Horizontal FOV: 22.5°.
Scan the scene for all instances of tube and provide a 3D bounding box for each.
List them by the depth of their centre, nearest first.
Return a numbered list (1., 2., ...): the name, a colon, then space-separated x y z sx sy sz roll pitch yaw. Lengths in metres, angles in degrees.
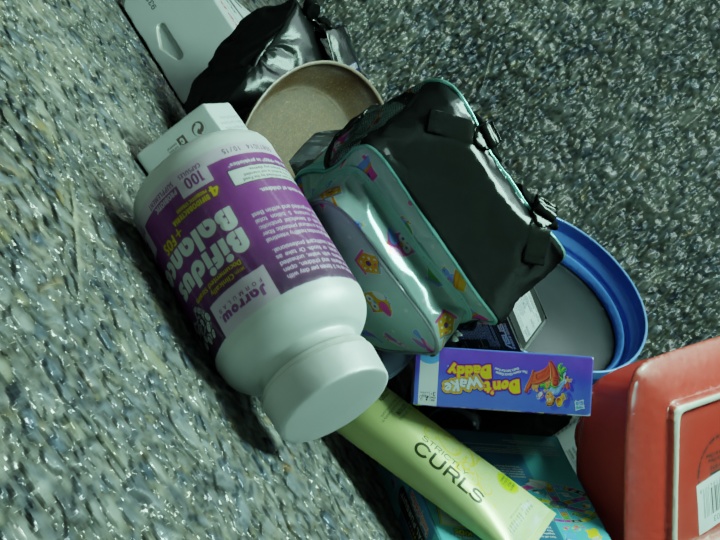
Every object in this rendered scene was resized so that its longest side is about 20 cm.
1. tube: 0.055 0.143 1.365 0.200 0.058 0.052 37 -14 9

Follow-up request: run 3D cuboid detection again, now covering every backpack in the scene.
1. backpack: 0.033 -0.030 1.331 0.176 0.153 0.200 51 -13 -11
2. backpack: -0.062 -0.129 1.665 0.126 0.167 0.200 9 -35 47

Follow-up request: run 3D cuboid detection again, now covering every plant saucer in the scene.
1. plant saucer: -0.049 -0.083 1.572 0.036 0.201 0.200 13 -24 42

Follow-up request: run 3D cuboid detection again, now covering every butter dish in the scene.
1. butter dish: 0.240 0.145 1.481 0.147 0.199 0.201 11 -72 46

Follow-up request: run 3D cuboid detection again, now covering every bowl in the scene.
1. bowl: 0.162 0.026 1.626 0.199 0.039 0.201 17 41 -16

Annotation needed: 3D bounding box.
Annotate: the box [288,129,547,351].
1. box: 0.048 -0.024 1.492 0.050 0.157 0.201 -49 124 -40

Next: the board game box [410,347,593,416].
1. board game box: 0.108 0.089 1.438 0.200 0.133 0.045 72 22 -85

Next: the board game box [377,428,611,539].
1. board game box: 0.111 0.201 1.398 0.150 0.047 0.200 6 30 -19

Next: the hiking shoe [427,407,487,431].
1. hiking shoe: 0.095 0.217 1.532 0.087 0.074 0.201 -28 88 -53

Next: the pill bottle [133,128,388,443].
1. pill bottle: -0.065 0.012 1.220 0.201 0.112 0.112 57 9 24

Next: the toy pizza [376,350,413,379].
1. toy pizza: 0.000 0.000 1.582 0.199 0.032 0.202 1 88 -51

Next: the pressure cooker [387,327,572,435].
1. pressure cooker: 0.103 0.073 1.730 0.178 0.176 0.200 27 20 -28

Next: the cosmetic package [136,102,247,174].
1. cosmetic package: -0.084 -0.033 1.438 0.201 0.071 0.101 54 9 0

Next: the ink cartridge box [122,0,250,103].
1. ink cartridge box: -0.139 -0.214 1.825 0.146 0.083 0.200 57 9 17

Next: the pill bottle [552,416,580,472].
1. pill bottle: 0.200 0.203 1.654 0.114 0.199 0.113 52 9 -12
